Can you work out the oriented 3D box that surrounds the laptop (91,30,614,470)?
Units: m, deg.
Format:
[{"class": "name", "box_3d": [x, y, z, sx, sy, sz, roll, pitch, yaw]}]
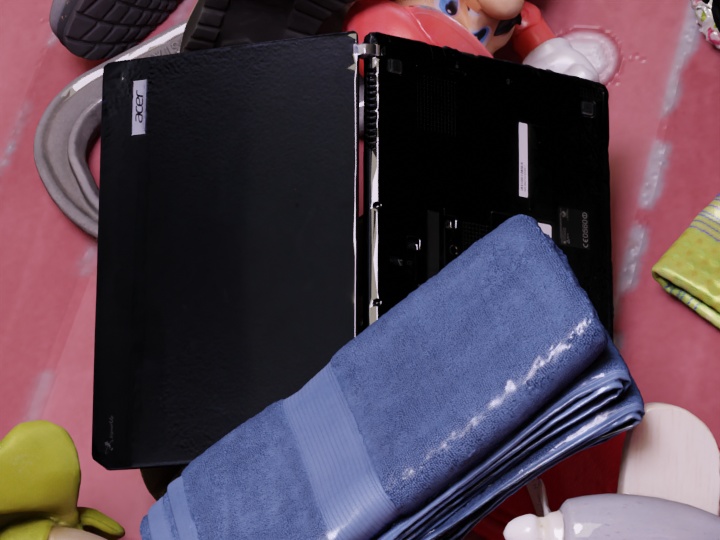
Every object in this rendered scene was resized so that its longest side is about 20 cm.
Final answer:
[{"class": "laptop", "box_3d": [0.000, 0.000, 0.997, 0.103, 0.199, 0.178, -20, 66, 55]}]

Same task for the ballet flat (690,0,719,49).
[{"class": "ballet flat", "box_3d": [0.200, -0.195, 1.100, 0.075, 0.064, 0.201, 14, 65, 25]}]

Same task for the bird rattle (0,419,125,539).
[{"class": "bird rattle", "box_3d": [-0.118, 0.162, 0.988, 0.200, 0.113, 0.163, 35, 87, 20]}]

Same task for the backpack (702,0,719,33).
[{"class": "backpack", "box_3d": [0.231, -0.075, 0.936, 0.153, 0.163, 0.201, -11, 62, -5]}]

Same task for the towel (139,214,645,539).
[{"class": "towel", "box_3d": [0.008, 0.069, 0.876, 0.200, 0.049, 0.112, -39, 30, 9]}]

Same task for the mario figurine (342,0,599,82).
[{"class": "mario figurine", "box_3d": [0.068, -0.148, 1.084, 0.123, 0.106, 0.201, 22, 59, 9]}]

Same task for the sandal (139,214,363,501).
[{"class": "sandal", "box_3d": [-0.011, 0.036, 1.033, 0.200, 0.055, 0.082, -41, 97, -2]}]

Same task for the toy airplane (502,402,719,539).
[{"class": "toy airplane", "box_3d": [0.093, 0.179, 0.848, 0.199, 0.141, 0.200, -39, 77, 12]}]

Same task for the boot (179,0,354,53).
[{"class": "boot", "box_3d": [-0.030, -0.178, 1.075, 0.077, 0.200, 0.139, 21, 54, -19]}]

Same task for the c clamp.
[{"class": "c clamp", "box_3d": [-0.059, -0.067, 1.131, 0.199, 0.027, 0.171, -23, 55, 3]}]

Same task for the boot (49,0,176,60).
[{"class": "boot", "box_3d": [-0.132, -0.215, 1.200, 0.131, 0.070, 0.201, 27, 89, 28]}]

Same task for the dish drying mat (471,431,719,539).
[{"class": "dish drying mat", "box_3d": [0.125, 0.101, 0.922, 0.199, 0.018, 0.077, 26, 68, 7]}]

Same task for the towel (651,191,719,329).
[{"class": "towel", "box_3d": [0.235, -0.037, 1.013, 0.143, 0.023, 0.200, 34, 74, 32]}]
